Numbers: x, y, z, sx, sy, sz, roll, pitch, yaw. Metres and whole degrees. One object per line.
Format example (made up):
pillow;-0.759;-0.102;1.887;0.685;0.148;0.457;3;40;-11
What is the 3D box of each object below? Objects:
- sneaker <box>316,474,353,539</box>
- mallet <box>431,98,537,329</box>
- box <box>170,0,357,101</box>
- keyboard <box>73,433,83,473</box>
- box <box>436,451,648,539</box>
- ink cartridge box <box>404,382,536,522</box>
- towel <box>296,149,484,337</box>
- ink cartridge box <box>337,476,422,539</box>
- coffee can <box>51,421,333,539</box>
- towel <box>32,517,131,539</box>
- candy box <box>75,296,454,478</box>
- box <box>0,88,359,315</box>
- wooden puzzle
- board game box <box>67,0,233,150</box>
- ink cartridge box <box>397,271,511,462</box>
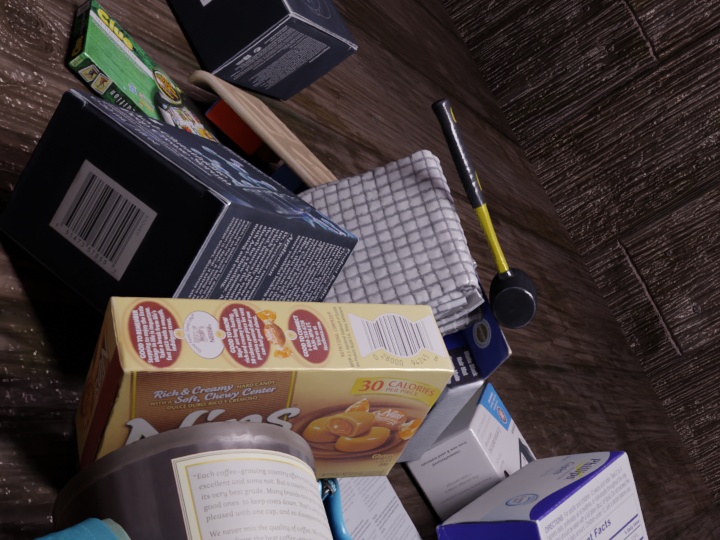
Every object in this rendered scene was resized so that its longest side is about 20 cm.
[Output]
sneaker;-0.056;0.134;0.749;0.201;0.082;0.073;61;26;3
mallet;0.103;-0.050;0.957;0.066;0.041;0.202;-45;115;-79
box;-0.126;-0.321;1.288;0.201;0.123;0.196;61;20;11
keyboard;-0.111;0.150;0.747;0.200;0.020;0.128;51;25;-26
box;0.176;0.285;0.993;0.183;0.104;0.202;-17;94;-53
ink cartridge box;0.143;0.239;1.166;0.201;0.084;0.145;59;19;-4
towel;0.000;0.000;0.986;0.086;0.199;0.167;61;8;-53
ink cartridge box;-0.004;0.205;0.880;0.201;0.043;0.196;59;11;5
coffee can;-0.069;0.200;0.569;0.146;0.146;0.201;34;30;-52
towel;-0.142;0.183;0.427;0.199;0.022;0.147;-17;55;-45
candy box;-0.058;0.073;0.664;0.198;0.116;0.056;3;46;-25
box;-0.118;-0.026;0.781;0.148;0.108;0.200;35;8;22
wooden puzzle;-0.080;-0.117;1.138;0.200;0.046;0.185;41;7;6
board game box;-0.184;-0.148;1.022;0.200;0.023;0.105;46;23;-34
ink cartridge box;0.047;0.050;1.064;0.040;0.200;0.201;-3;56;-29
